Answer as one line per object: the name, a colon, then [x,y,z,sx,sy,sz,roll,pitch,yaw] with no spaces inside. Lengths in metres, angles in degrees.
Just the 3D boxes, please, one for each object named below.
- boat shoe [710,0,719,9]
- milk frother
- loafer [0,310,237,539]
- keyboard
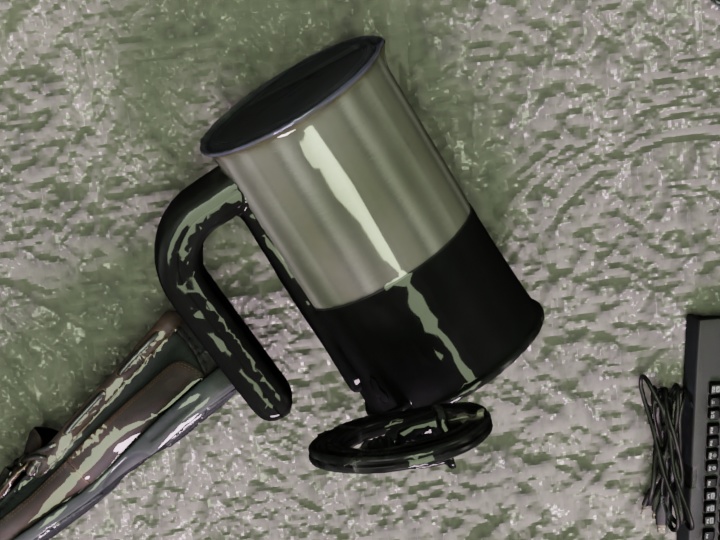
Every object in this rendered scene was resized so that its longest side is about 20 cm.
boat shoe: [0.258,-0.100,1.502,0.200,0.072,0.068,38,99,-21]
milk frother: [0.000,0.000,1.433,0.180,0.200,0.188,-37,108,-15]
loafer: [-0.160,0.101,1.537,0.200,0.072,0.063,-37,86,9]
keyboard: [0.218,0.125,1.581,0.104,0.040,0.200,-2,106,-4]
